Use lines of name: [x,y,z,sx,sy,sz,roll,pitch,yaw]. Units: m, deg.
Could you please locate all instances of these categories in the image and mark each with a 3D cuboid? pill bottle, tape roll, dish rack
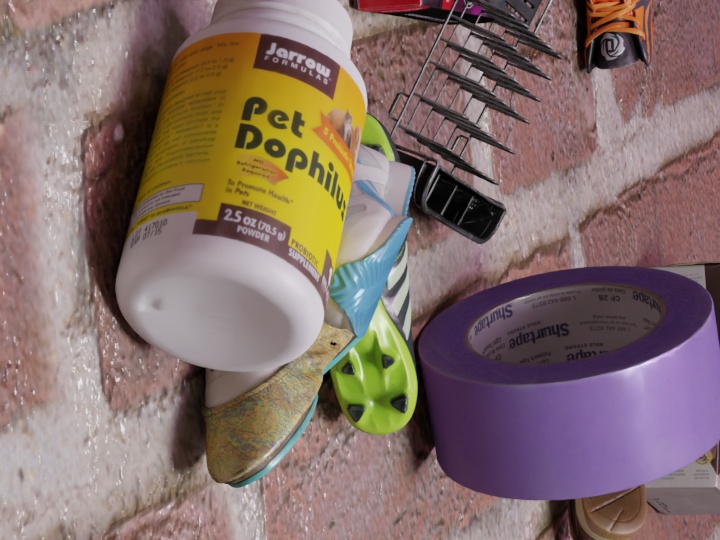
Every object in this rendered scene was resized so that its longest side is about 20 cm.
pill bottle: [-0.058,-0.055,1.525,0.109,0.109,0.200,63,31,-49]
tape roll: [0.142,0.072,1.941,0.200,0.200,0.085,-54,137,-61]
dish rack: [0.084,-0.127,1.921,0.200,0.054,0.153,-64,159,0]

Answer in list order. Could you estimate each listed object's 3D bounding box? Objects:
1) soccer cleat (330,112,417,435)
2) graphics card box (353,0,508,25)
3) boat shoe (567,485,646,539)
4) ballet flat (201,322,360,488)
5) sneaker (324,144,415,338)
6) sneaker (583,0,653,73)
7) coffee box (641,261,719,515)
soccer cleat: [0.000,0.000,1.769,0.081,0.067,0.200,-86,170,-79]
graphics card box: [0.047,-0.230,1.936,0.200,0.051,0.126,-3,90,-71]
boat shoe: [0.189,0.147,2.286,0.072,0.072,0.200,111,-14,-45]
ballet flat: [-0.051,0.051,1.613,0.200,0.071,0.071,-54,137,-60]
sneaker: [-0.018,-0.022,1.621,0.200,0.081,0.077,-89,-159,-73]
sneaker: [0.206,-0.223,2.346,0.200,0.077,0.112,35,53,-66]
coffee box: [0.290,0.104,2.535,0.113,0.080,0.200,39,52,-64]
